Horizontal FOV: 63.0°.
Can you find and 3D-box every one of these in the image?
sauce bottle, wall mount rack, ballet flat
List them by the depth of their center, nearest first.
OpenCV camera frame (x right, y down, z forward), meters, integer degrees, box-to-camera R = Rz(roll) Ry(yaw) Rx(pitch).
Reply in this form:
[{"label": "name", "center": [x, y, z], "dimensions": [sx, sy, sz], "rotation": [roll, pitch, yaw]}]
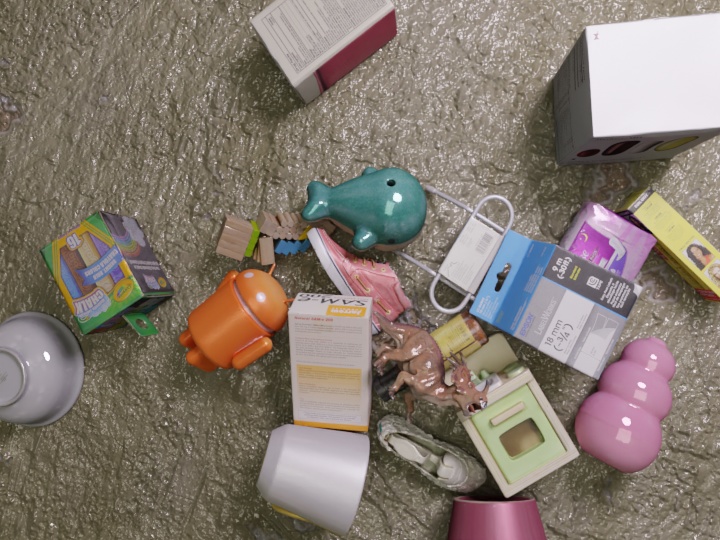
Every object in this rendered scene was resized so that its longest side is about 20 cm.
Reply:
[{"label": "wall mount rack", "center": [0.150, -0.040, 0.940], "dimensions": [0.172, 0.075, 0.202], "rotation": [31, 93, 2]}, {"label": "sauce bottle", "center": [0.109, 0.140, 0.943], "dimensions": [0.198, 0.066, 0.067], "rotation": [-33, 86, 9]}, {"label": "ballet flat", "center": [0.110, 0.304, 0.944], "dimensions": [0.197, 0.072, 0.073], "rotation": [27, 93, 5]}]

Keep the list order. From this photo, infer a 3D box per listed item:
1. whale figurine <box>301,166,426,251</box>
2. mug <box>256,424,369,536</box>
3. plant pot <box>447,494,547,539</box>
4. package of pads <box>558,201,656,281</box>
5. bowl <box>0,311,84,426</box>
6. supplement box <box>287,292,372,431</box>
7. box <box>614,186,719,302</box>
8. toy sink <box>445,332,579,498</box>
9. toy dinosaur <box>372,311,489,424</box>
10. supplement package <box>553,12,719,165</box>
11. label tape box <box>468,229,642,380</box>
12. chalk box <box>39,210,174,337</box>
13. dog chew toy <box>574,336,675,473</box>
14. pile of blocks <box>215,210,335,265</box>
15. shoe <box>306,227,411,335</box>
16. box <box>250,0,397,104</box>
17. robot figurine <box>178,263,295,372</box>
[{"label": "whale figurine", "center": [0.008, -0.108, 0.917], "dimensions": [0.195, 0.104, 0.162], "rotation": [9, 59, 1]}, {"label": "mug", "center": [-0.084, 0.328, 0.910], "dimensions": [0.150, 0.149, 0.190], "rotation": [18, 97, -6]}, {"label": "plant pot", "center": [0.206, 0.438, 0.879], "dimensions": [0.195, 0.200, 0.183], "rotation": [-2, 74, 6]}, {"label": "package of pads", "center": [0.350, 0.009, 0.912], "dimensions": [0.119, 0.076, 0.203], "rotation": [30, 93, 4]}, {"label": "bowl", "center": [-0.590, 0.176, 1.011], "dimensions": [0.196, 0.090, 0.206], "rotation": [0, 90, 6]}, {"label": "supplement box", "center": [-0.044, 0.144, 0.925], "dimensions": [0.123, 0.074, 0.204], "rotation": [3, 112, 7]}, {"label": "box", "center": [0.487, -0.039, 0.899], "dimensions": [0.200, 0.075, 0.050], "rotation": [45, 96, 4]}, {"label": "toy sink", "center": [0.221, 0.216, 0.907], "dimensions": [0.129, 0.112, 0.203], "rotation": [-30, 86, 5]}, {"label": "toy dinosaur", "center": [0.097, 0.137, 0.876], "dimensions": [0.134, 0.086, 0.203], "rotation": [-30, 73, 4]}, {"label": "supplement package", "center": [0.396, -0.248, 0.846], "dimensions": [0.187, 0.200, 0.151], "rotation": [-3, 89, 7]}, {"label": "label tape box", "center": [0.277, 0.045, 0.853], "dimensions": [0.197, 0.063, 0.146], "rotation": [27, 92, 8]}, {"label": "chalk box", "center": [-0.404, 0.025, 0.973], "dimensions": [0.122, 0.124, 0.203], "rotation": [-29, 85, 5]}, {"label": "dog chew toy", "center": [0.409, 0.196, 0.888], "dimensions": [0.123, 0.125, 0.203], "rotation": [28, 84, 6]}, {"label": "pile of blocks", "center": [-0.143, -0.062, 0.971], "dimensions": [0.195, 0.062, 0.084], "rotation": [-6, 115, -16]}, {"label": "shoe", "center": [0.000, 0.000, 0.950], "dimensions": [0.090, 0.072, 0.202], "rotation": [-33, 99, 2]}, {"label": "box", "center": [-0.054, -0.389, 0.943], "dimensions": [0.198, 0.109, 0.129], "rotation": [-35, 86, 5]}, {"label": "robot figurine", "center": [-0.199, 0.077, 0.954], "dimensions": [0.199, 0.144, 0.117], "rotation": [-38, 107, 5]}]
